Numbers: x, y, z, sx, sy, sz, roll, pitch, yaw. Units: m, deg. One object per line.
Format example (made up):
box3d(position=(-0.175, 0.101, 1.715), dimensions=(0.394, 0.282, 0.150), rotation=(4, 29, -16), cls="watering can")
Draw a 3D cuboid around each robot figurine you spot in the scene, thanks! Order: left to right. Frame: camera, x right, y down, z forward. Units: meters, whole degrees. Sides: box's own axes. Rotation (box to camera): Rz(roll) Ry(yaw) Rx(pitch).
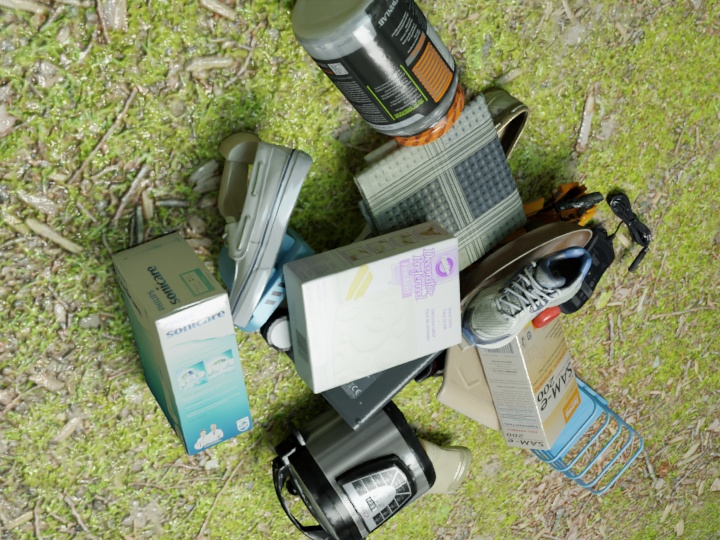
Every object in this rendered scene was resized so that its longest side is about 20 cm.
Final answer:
box3d(position=(0.236, -0.063, 1.320), dimensions=(0.199, 0.058, 0.145), rotation=(-22, 166, -25), cls="robot figurine")

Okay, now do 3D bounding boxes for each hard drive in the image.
box3d(position=(0.021, 0.089, 1.255), dimensions=(0.200, 0.140, 0.033), rotation=(-43, 172, -2), cls="hard drive")

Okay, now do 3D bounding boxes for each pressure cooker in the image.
box3d(position=(-0.017, 0.276, 1.322), dimensions=(0.200, 0.176, 0.179), rotation=(-32, 158, -11), cls="pressure cooker")

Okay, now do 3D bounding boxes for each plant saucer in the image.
box3d(position=(0.210, -0.009, 1.273), dimensions=(0.200, 0.032, 0.200), rotation=(-27, 165, -8), cls="plant saucer")

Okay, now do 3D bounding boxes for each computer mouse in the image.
box3d(position=(0.362, -0.012, 1.476), dimensions=(0.140, 0.046, 0.200), rotation=(37, 84, -39), cls="computer mouse")

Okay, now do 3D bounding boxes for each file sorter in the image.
box3d(position=(0.357, 0.268, 1.604), dimensions=(0.139, 0.123, 0.200), rotation=(-50, 134, 5), cls="file sorter")

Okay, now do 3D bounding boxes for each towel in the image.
box3d(position=(0.098, -0.088, 1.178), dimensions=(0.200, 0.035, 0.193), rotation=(-34, 119, -16), cls="towel")

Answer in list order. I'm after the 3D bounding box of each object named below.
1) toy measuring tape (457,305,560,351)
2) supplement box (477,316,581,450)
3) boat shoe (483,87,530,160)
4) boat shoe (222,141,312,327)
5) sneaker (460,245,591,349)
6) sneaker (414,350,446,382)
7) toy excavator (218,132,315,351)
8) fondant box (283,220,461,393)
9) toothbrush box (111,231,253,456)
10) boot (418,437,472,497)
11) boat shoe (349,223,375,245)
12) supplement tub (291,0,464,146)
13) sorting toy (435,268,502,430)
box3d(position=(0.203, 0.049, 1.251), dimensions=(0.200, 0.073, 0.074), rotation=(-21, 130, -40), cls="toy measuring tape")
box3d(position=(0.240, 0.136, 1.376), dimensions=(0.126, 0.073, 0.201), rotation=(-42, 121, -44), cls="supplement box")
box3d(position=(0.147, -0.132, 1.235), dimensions=(0.073, 0.063, 0.201), rotation=(7, 115, -38), cls="boat shoe")
box3d(position=(-0.115, -0.041, 1.044), dimensions=(0.067, 0.074, 0.201), rotation=(21, 91, -3), cls="boat shoe")
box3d(position=(0.205, 0.022, 1.187), dimensions=(0.200, 0.077, 0.085), rotation=(-32, 167, -27), cls="sneaker")
box3d(position=(0.085, 0.128, 1.353), dimensions=(0.199, 0.084, 0.077), rotation=(6, 117, -36), cls="sneaker")
box3d(position=(-0.118, -0.032, 1.112), dimensions=(0.200, 0.100, 0.195), rotation=(34, 96, -34), cls="toy excavator")
box3d(position=(0.018, 0.040, 1.122), dimensions=(0.199, 0.058, 0.145), rotation=(-18, 120, -22), cls="fondant box")
box3d(position=(-0.199, 0.081, 1.089), dimensions=(0.085, 0.146, 0.201), rotation=(-22, 128, -21), cls="toothbrush box")
box3d(position=(0.069, 0.334, 1.489), dimensions=(0.155, 0.073, 0.200), rotation=(17, 118, -50), cls="boot")
box3d(position=(0.000, 0.000, 1.214), dimensions=(0.200, 0.060, 0.074), rotation=(-45, 167, -4), cls="boat shoe")
box3d(position=(0.026, -0.231, 1.048), dimensions=(0.123, 0.123, 0.200), rotation=(-45, 134, 0), cls="supplement tub")
box3d(position=(0.171, 0.110, 1.378), dimensions=(0.185, 0.036, 0.201), rotation=(32, 64, -46), cls="sorting toy")
